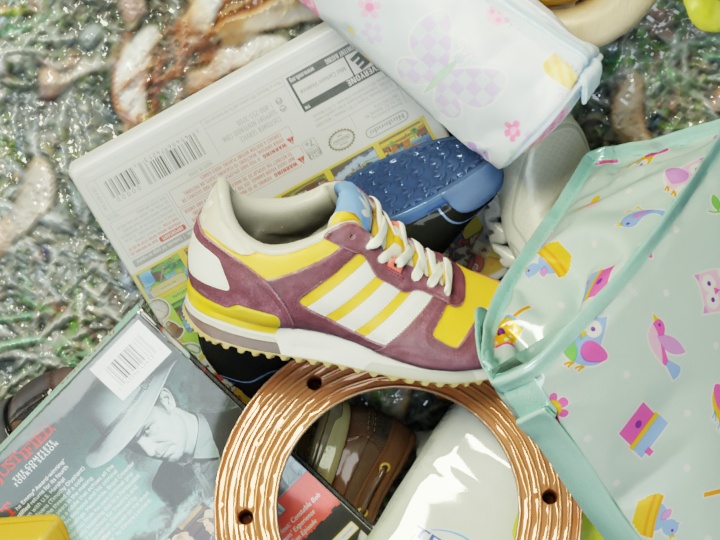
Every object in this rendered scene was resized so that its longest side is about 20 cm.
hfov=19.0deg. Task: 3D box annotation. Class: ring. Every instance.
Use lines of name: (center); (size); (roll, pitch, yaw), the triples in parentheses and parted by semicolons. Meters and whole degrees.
ring: (0.020, 0.128, 1.160); (0.200, 0.019, 0.201); (-1, 74, 2)

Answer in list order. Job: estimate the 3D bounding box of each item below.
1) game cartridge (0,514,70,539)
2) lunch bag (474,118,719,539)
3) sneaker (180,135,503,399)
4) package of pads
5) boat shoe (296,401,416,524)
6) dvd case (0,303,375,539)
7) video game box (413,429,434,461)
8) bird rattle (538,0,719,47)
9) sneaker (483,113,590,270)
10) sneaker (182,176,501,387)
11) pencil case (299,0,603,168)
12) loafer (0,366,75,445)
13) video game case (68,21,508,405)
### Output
game cartridge: (-0.205, 0.229, 1.254); (0.176, 0.032, 0.200); (-7, 119, 30)
lunch bag: (0.150, 0.050, 1.108); (0.122, 0.200, 0.171); (-11, 123, 45)
sneaker: (0.000, 0.000, 1.207); (0.200, 0.070, 0.078); (-29, 121, 6)
package of pads: (0.103, 0.175, 1.188); (0.200, 0.068, 0.155); (31, 75, 9)
boat shoe: (-0.020, 0.174, 1.282); (0.067, 0.072, 0.201); (15, 105, -8)
dvd case: (-0.103, 0.138, 1.221); (0.200, 0.022, 0.146); (43, 93, -13)
video game box: (0.136, 0.177, 1.313); (0.199, 0.047, 0.183); (-5, 108, -4)
bird rattle: (0.112, -0.193, 1.154); (0.200, 0.113, 0.163); (38, 118, -14)
sneaker: (0.120, 0.006, 1.221); (0.075, 0.081, 0.201); (-15, 109, -28)
sneaker: (0.009, 0.002, 1.129); (0.199, 0.075, 0.090); (5, 120, -12)
pencil case: (0.035, -0.146, 1.142); (0.200, 0.083, 0.091); (43, 122, -1)
loafer: (-0.130, 0.139, 1.256); (0.063, 0.072, 0.200); (-38, 106, 21)
video game case: (-0.037, -0.031, 1.235); (0.200, 0.023, 0.182); (-29, 110, 4)
